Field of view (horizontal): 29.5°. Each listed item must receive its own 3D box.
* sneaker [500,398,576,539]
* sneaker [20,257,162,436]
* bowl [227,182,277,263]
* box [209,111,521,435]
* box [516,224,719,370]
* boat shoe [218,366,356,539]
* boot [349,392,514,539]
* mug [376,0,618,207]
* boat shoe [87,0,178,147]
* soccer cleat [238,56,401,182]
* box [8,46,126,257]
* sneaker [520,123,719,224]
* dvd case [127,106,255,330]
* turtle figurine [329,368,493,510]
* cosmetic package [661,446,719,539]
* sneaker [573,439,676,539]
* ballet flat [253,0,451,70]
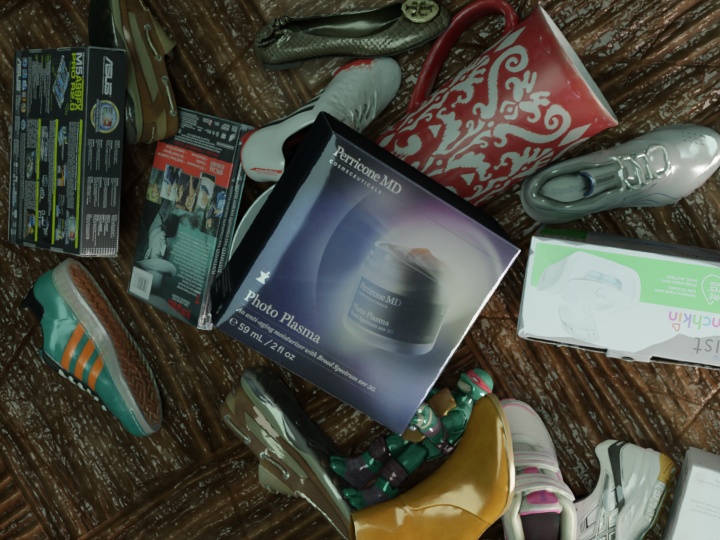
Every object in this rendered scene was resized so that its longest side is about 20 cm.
[{"bbox_3d":[0.165,0.212,1.298,0.081,0.088,0.202,-9,67,-10],"label":"sneaker"},{"bbox_3d":[-0.278,0.091,1.412,0.080,0.071,0.201,-33,83,15],"label":"sneaker"},{"bbox_3d":[-0.024,0.001,1.343,0.199,0.090,0.203,1,93,11],"label":"bowl"},{"bbox_3d":[0.000,0.000,1.207,0.199,0.123,0.199,30,98,-13],"label":"box"},{"bbox_3d":[0.250,0.023,1.251,0.198,0.176,0.098,9,96,10],"label":"box"},{"bbox_3d":[-0.068,0.192,1.378,0.072,0.076,0.200,-41,77,14],"label":"boat shoe"},{"bbox_3d":[0.061,0.212,1.252,0.143,0.071,0.203,-3,109,-15],"label":"boot"},{"bbox_3d":[0.121,-0.149,1.308,0.199,0.178,0.133,-35,125,15],"label":"mug"},{"bbox_3d":[-0.226,-0.220,1.380,0.073,0.076,0.202,-3,78,-29],"label":"boat shoe"},{"bbox_3d":[-0.025,-0.141,1.302,0.199,0.085,0.069,-33,123,-26],"label":"soccer cleat"},{"bbox_3d":[-0.295,-0.120,1.365,0.160,0.044,0.202,8,96,49],"label":"box"},{"bbox_3d":[0.248,-0.087,1.289,0.198,0.087,0.075,-19,89,10],"label":"sneaker"},{"bbox_3d":[-0.171,-0.056,1.360,0.145,0.022,0.202,19,98,49],"label":"dvd case"},{"bbox_3d":[0.060,0.142,1.313,0.101,0.150,0.200,42,95,-8],"label":"turtle figurine"},{"bbox_3d":[0.339,0.285,1.301,0.112,0.081,0.202,17,98,9],"label":"cosmetic package"},{"bbox_3d":[0.234,0.260,1.332,0.087,0.076,0.202,22,93,22],"label":"sneaker"},{"bbox_3d":[-0.011,-0.237,1.337,0.198,0.068,0.047,-6,124,15],"label":"ballet flat"}]
